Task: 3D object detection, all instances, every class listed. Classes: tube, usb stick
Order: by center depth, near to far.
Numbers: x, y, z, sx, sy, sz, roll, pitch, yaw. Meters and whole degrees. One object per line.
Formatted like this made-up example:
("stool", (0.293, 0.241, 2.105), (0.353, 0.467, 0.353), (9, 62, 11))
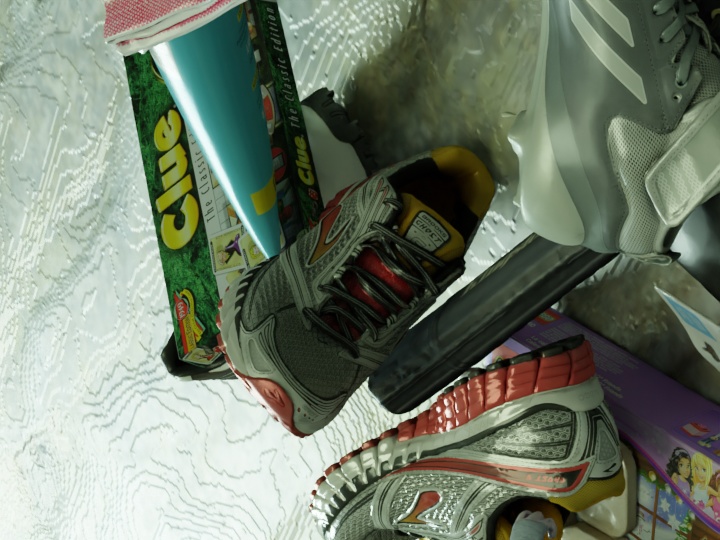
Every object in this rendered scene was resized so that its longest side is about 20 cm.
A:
("usb stick", (0.075, 0.006, 1.135), (0.033, 0.055, 0.200), (51, 129, 0))
("tube", (-0.066, -0.080, 1.147), (0.200, 0.050, 0.078), (74, -177, -55))

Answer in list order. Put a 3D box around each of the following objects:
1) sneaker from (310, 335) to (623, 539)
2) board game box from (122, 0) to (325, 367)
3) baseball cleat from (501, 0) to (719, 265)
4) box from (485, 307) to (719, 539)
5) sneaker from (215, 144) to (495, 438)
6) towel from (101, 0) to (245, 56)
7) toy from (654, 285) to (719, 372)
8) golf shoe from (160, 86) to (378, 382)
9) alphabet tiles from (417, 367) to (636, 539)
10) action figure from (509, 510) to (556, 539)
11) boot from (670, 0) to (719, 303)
("sneaker", (0.046, 0.104, 1.141), (0.200, 0.078, 0.082), (-37, 73, 52))
("board game box", (-0.071, -0.062, 1.282), (0.105, 0.023, 0.201), (-36, 55, 36))
("baseball cleat", (0.112, -0.099, 0.941), (0.106, 0.070, 0.201), (15, 121, 21))
("box", (0.134, 0.117, 1.164), (0.200, 0.039, 0.137), (32, 131, 43))
("sneaker", (0.000, 0.000, 1.159), (0.078, 0.200, 0.082), (47, 131, -11))
("towel", (-0.083, -0.201, 0.997), (0.146, 0.030, 0.201), (-22, 85, 49))
("toy", (0.198, 0.091, 0.999), (0.200, 0.047, 0.115), (33, 172, 36))
("golf shoe", (-0.050, -0.007, 1.311), (0.078, 0.094, 0.200), (49, 140, 29))
("alphabet tiles", (0.088, 0.152, 1.200), (0.200, 0.015, 0.197), (27, 128, 46))
("action figure", (0.074, 0.195, 1.064), (0.134, 0.199, 0.149), (92, 180, -56))
("boot", (0.171, -0.067, 0.983), (0.151, 0.073, 0.200), (47, 124, 14))
